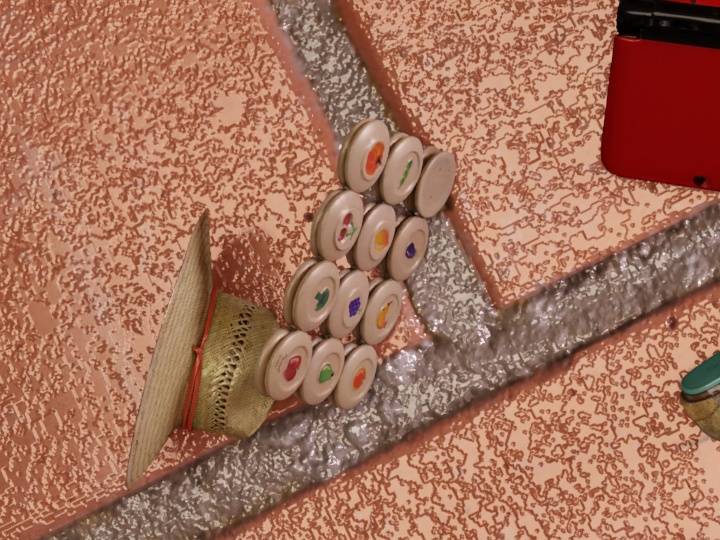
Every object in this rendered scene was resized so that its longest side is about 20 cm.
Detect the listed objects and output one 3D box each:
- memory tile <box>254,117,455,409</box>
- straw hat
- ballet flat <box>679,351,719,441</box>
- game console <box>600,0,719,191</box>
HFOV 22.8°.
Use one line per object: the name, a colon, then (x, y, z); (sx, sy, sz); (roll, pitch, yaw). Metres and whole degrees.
memory tile: (0.000, 0.000, 1.235); (0.017, 0.153, 0.202); (22, 92, 28)
straw hat: (-0.094, 0.065, 1.235); (0.084, 0.201, 0.203); (15, 89, -1)
ballet flat: (0.312, 0.050, 1.226); (0.199, 0.071, 0.071); (-37, 82, 5)
game console: (0.280, -0.156, 1.261); (0.198, 0.119, 0.174); (9, 57, 10)
